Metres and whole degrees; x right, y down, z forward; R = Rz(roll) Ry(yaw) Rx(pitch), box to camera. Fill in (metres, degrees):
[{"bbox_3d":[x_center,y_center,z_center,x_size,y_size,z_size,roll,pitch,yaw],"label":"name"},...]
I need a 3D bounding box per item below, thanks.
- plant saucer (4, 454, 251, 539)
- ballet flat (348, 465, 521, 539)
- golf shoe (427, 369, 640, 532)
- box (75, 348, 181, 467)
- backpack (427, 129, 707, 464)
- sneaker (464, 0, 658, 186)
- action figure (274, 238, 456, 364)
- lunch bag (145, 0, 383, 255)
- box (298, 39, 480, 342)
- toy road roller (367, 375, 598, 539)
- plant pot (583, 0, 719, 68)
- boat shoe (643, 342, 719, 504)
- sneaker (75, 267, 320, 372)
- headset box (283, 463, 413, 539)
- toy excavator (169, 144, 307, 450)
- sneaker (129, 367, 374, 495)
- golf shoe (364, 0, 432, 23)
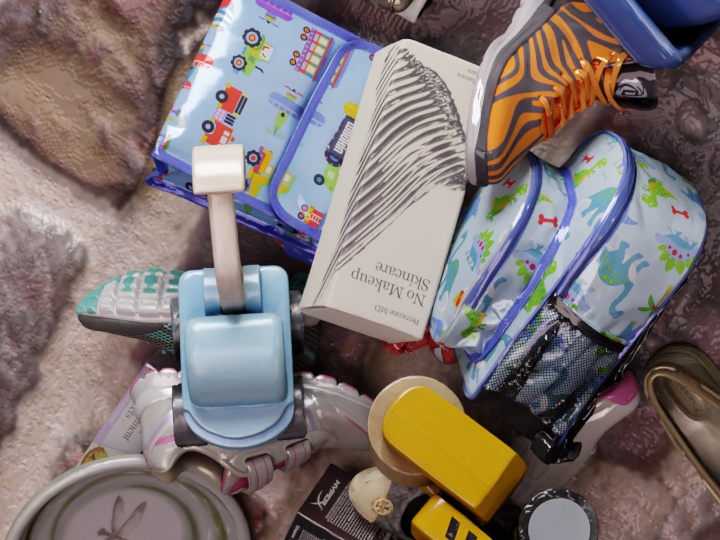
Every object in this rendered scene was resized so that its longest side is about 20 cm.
[{"bbox_3d":[-0.188,0.218,1.702,0.199,0.050,0.201,-6,123,-10],"label":"plant saucer"},{"bbox_3d":[0.084,0.196,1.584,0.199,0.057,0.067,22,122,1],"label":"ballet flat"},{"bbox_3d":[0.140,0.144,1.616,0.200,0.075,0.092,-34,102,28],"label":"golf shoe"},{"bbox_3d":[-0.202,0.154,1.720,0.041,0.039,0.200,37,110,2],"label":"box"},{"bbox_3d":[0.141,-0.002,1.507,0.147,0.183,0.200,35,106,-15],"label":"backpack"},{"bbox_3d":[0.146,-0.128,1.478,0.111,0.201,0.078,15,141,17],"label":"sneaker"},{"bbox_3d":[0.000,0.000,1.596,0.200,0.099,0.065,41,83,-1],"label":"action figure"},{"bbox_3d":[-0.036,-0.098,1.571,0.199,0.094,0.151,25,77,-3],"label":"lunch bag"},{"bbox_3d":[0.027,-0.055,1.514,0.082,0.068,0.201,18,81,-17],"label":"box"},{"bbox_3d":[0.064,0.185,1.503,0.200,0.123,0.146,39,81,8],"label":"toy road roller"},{"bbox_3d":[0.220,-0.258,1.428,0.180,0.200,0.200,-40,91,27],"label":"plant pot"},{"bbox_3d":[0.281,0.142,1.575,0.073,0.063,0.201,-38,92,20],"label":"boat shoe"},{"bbox_3d":[-0.123,0.052,1.654,0.199,0.078,0.092,3,113,10],"label":"sneaker"},{"bbox_3d":[0.025,0.266,1.650,0.199,0.077,0.149,28,125,6],"label":"headset box"},{"bbox_3d":[-0.089,0.024,1.509,0.099,0.200,0.196,-3,79,-3],"label":"toy excavator"},{"bbox_3d":[-0.078,0.131,1.631,0.199,0.081,0.089,1,64,-1],"label":"sneaker"},{"bbox_3d":[0.005,-0.220,1.553,0.199,0.078,0.095,-11,101,18],"label":"golf shoe"}]
